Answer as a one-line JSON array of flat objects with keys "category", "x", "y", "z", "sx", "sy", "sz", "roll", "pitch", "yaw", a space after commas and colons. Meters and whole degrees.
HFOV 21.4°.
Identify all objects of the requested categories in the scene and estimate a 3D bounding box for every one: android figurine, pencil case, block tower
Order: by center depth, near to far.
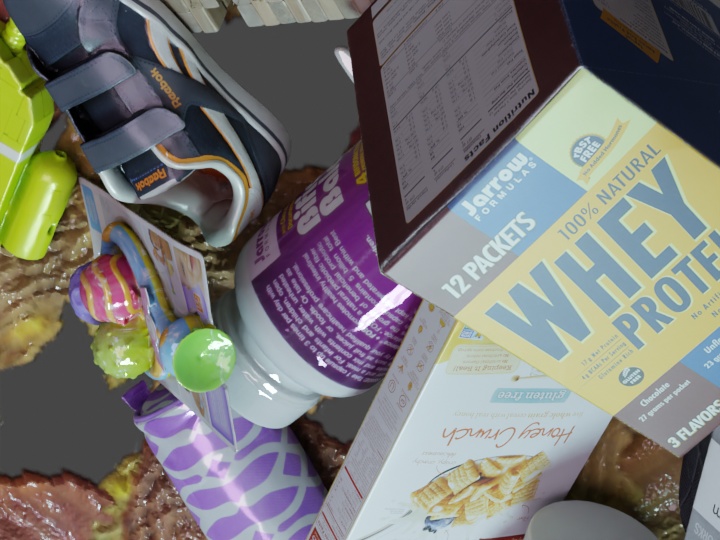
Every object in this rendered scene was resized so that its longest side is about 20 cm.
[{"category": "block tower", "x": -0.072, "y": -0.167, "z": 1.034, "sx": 0.199, "sy": 0.058, "sz": 0.054, "roll": -2, "pitch": 141, "yaw": 28}, {"category": "android figurine", "x": -0.258, "y": -0.082, "z": 1.159, "sx": 0.181, "sy": 0.041, "sz": 0.201, "roll": 29, "pitch": 116, "yaw": 6}, {"category": "pencil case", "x": -0.062, "y": 0.147, "z": 1.165, "sx": 0.085, "sy": 0.084, "sz": 0.201, "roll": -17, "pitch": 104, "yaw": 46}]

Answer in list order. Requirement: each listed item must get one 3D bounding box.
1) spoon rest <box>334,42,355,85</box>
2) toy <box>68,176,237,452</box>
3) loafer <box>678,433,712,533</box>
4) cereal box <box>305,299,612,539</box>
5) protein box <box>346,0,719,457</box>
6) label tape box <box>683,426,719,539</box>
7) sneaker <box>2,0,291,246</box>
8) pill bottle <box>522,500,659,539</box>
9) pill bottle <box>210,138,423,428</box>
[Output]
[{"category": "spoon rest", "x": 0.078, "y": -0.162, "z": 1.023, "sx": 0.199, "sy": 0.061, "sz": 0.100, "roll": -33, "pitch": 99, "yaw": 12}, {"category": "toy", "x": -0.132, "y": 0.025, "z": 1.084, "sx": 0.200, "sy": 0.047, "sz": 0.116, "roll": 25, "pitch": 129, "yaw": 57}, {"category": "loafer", "x": 0.224, "y": 0.062, "z": 1.056, "sx": 0.062, "sy": 0.072, "sz": 0.201, "roll": 5, "pitch": 119, "yaw": -5}, {"category": "cereal box", "x": 0.068, "y": 0.093, "z": 1.067, "sx": 0.040, "sy": 0.143, "sz": 0.201, "roll": 56, "pitch": 134, "yaw": 42}, {"category": "protein box", "x": 0.115, "y": -0.058, "z": 0.926, "sx": 0.198, "sy": 0.201, "sz": 0.135, "roll": 31, "pitch": 120, "yaw": -26}, {"category": "label tape box", "x": 0.249, "y": 0.139, "z": 1.027, "sx": 0.143, "sy": 0.063, "sz": 0.201, "roll": -3, "pitch": 116, "yaw": -28}, {"category": "sneaker", "x": -0.123, "y": -0.093, "z": 1.049, "sx": 0.200, "sy": 0.080, "sz": 0.078, "roll": 39, "pitch": 144, "yaw": -25}, {"category": "pill bottle", "x": 0.113, "y": 0.239, "z": 1.116, "sx": 0.112, "sy": 0.113, "sz": 0.201, "roll": 21, "pitch": 120, "yaw": 9}, {"category": "pill bottle", "x": 0.000, "y": 0.000, "z": 1.069, "sx": 0.200, "sy": 0.112, "sz": 0.112, "roll": -40, "pitch": 94, "yaw": 25}]
